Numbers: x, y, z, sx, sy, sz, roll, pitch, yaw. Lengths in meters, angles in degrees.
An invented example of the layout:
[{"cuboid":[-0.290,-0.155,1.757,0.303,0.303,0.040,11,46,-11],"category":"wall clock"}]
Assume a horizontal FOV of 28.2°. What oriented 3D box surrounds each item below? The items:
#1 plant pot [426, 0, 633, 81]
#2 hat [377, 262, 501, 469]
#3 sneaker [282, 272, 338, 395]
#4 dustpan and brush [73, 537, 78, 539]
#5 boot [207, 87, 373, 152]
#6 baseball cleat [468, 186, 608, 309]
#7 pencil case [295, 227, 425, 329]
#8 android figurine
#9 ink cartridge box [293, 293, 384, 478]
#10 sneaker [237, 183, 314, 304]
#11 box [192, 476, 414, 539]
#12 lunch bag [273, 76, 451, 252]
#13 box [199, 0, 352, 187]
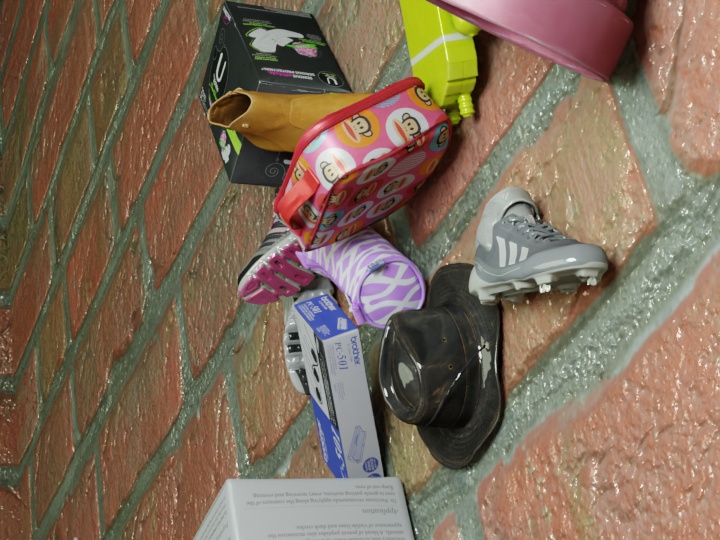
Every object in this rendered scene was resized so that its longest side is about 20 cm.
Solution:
[{"cuboid":[0.147,-0.273,1.146,0.180,0.199,0.200,-65,28,9],"category":"plant pot"},{"cuboid":[0.062,0.091,1.386,0.200,0.080,0.202,-176,90,-67],"category":"hat"},{"cuboid":[-0.061,0.053,1.697,0.081,0.075,0.201,118,151,-67],"category":"sneaker"},{"cuboid":[-0.562,0.617,2.750,0.139,0.057,0.201,-9,84,54],"category":"dustpan and brush"},{"cuboid":[-0.063,-0.167,1.578,0.200,0.144,0.071,-7,76,44],"category":"boot"},{"cuboid":[0.145,-0.025,1.235,0.200,0.069,0.107,163,109,-64],"category":"baseball cleat"},{"cuboid":[0.000,0.000,1.530,0.084,0.085,0.200,56,175,-25],"category":"pencil case"},{"cuboid":[0.077,-0.245,1.412,0.182,0.041,0.201,158,100,-77],"category":"android figurine"},{"cuboid":[-0.022,0.135,1.528,0.094,0.044,0.201,-134,30,-58],"category":"ink cartridge box"},{"cuboid":[-0.075,-0.050,1.648,0.200,0.074,0.087,-50,44,8],"category":"sneaker"},{"cuboid":[-0.062,0.333,1.482,0.200,0.198,0.172,120,145,-47],"category":"box"},{"cuboid":[-0.010,-0.095,1.429,0.082,0.176,0.200,55,155,12],"category":"lunch bag"},{"cuboid":[-0.109,-0.216,1.768,0.200,0.124,0.149,-114,36,-48],"category":"box"}]
